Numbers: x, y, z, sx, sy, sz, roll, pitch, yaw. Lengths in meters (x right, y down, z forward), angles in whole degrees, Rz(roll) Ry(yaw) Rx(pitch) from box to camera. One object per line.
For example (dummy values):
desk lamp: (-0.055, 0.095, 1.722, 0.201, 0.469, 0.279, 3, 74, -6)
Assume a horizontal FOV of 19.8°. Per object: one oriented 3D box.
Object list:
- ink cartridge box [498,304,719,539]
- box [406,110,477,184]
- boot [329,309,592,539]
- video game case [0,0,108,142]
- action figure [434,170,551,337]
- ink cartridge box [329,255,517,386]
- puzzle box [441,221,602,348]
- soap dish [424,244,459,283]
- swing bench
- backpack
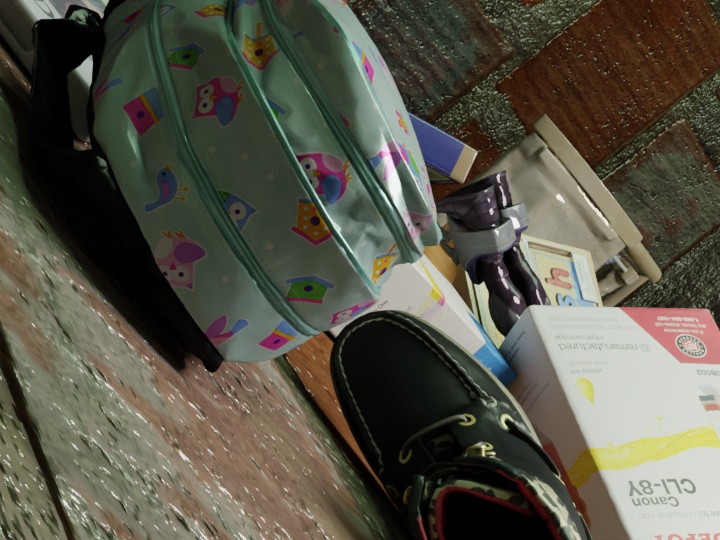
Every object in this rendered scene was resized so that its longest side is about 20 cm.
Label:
ink cartridge box: (0.178, 0.123, 1.262, 0.145, 0.083, 0.200, 2, 48, -28)
box: (-0.019, -0.122, 1.536, 0.200, 0.032, 0.121, 27, -5, -14)
boot: (0.044, 0.086, 0.879, 0.204, 0.073, 0.154, 56, 1, 19)
video game case: (-0.133, -0.132, 0.998, 0.182, 0.023, 0.200, 52, 16, 12)
action figure: (0.111, 0.035, 1.384, 0.130, 0.069, 0.200, -26, 93, -53)
ink cartridge box: (0.000, 0.000, 1.248, 0.200, 0.067, 0.116, 47, 6, -38)
puzzle box: (0.125, 0.063, 1.444, 0.133, 0.025, 0.200, 12, 54, -35)
soap dish: (-0.023, -0.059, 1.424, 0.200, 0.081, 0.157, 50, 4, -33)
swing bench: (0.127, 0.000, 1.714, 0.130, 0.199, 0.200, 52, 5, 16)
backpack: (-0.043, -0.047, 0.792, 0.167, 0.126, 0.200, 53, 7, -14)
